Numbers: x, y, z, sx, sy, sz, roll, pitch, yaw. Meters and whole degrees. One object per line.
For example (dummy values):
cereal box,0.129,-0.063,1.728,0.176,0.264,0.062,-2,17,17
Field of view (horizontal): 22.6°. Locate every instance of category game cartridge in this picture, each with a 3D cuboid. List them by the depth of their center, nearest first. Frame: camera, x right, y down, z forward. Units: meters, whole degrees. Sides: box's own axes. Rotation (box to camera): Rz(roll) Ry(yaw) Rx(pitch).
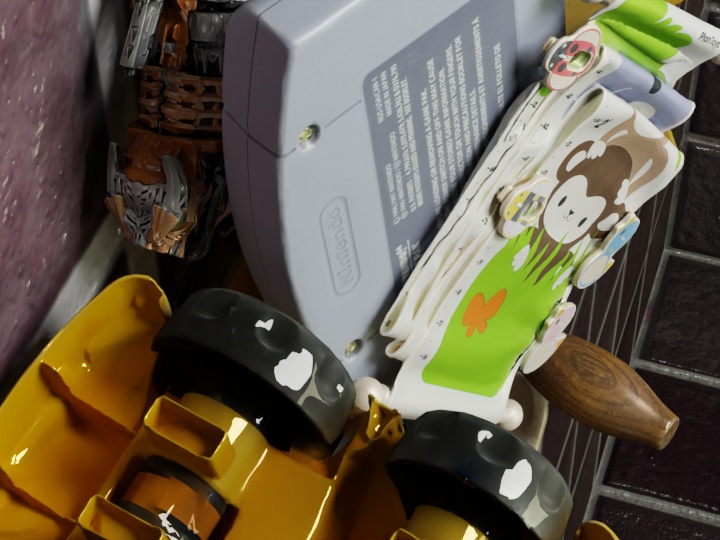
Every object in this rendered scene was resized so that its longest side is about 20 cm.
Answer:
game cartridge,0.016,-0.042,0.629,0.133,0.042,0.201,-33,146,-17

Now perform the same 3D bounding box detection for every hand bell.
hand bell,0.052,0.020,0.796,0.104,0.199,0.105,-43,151,-31

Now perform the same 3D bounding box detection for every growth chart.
growth chart,0.071,-0.018,0.676,0.144,0.018,0.201,1,124,-53

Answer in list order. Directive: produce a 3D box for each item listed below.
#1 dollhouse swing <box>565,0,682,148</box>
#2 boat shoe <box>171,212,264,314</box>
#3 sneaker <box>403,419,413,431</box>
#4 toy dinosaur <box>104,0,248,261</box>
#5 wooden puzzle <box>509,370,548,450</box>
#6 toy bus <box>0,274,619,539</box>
dollhouse swing,0.144,-0.167,0.906,0.182,0.174,0.201,52,19,-56
boat shoe,-0.057,0.074,0.726,0.070,0.070,0.202,26,-81,62
sneaker,0.035,0.171,1.030,0.076,0.113,0.202,18,80,-67
toy dinosaur,-0.029,-0.101,0.635,0.201,0.102,0.135,-57,152,7
wooden puzzle,0.039,0.138,0.896,0.200,0.037,0.187,153,-46,-86
toy bus,-0.021,0.123,0.609,0.136,0.199,0.193,-57,160,-23
